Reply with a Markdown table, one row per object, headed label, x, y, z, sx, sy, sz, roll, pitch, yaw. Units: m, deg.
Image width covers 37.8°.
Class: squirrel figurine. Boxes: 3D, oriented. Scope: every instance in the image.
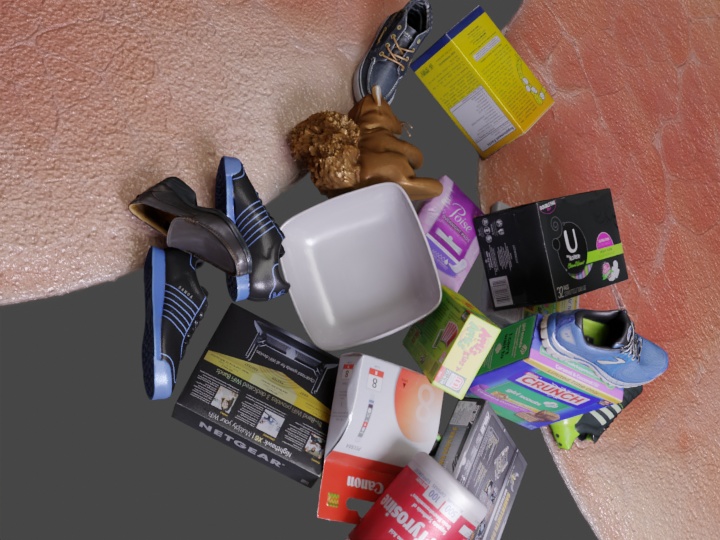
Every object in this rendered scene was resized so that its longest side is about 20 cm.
| label | x | y | z | sx | sy | sz | roll | pitch | yaw |
| --- | --- | --- | --- | --- | --- | --- | --- | --- | --- |
| squirrel figurine | 0.000 | -0.179 | 1.510 | 0.199 | 0.141 | 0.188 | 12 | 59 | -31 |

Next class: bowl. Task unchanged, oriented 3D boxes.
| label | x | y | z | sx | sy | sz | roll | pitch | yaw |
| --- | --- | --- | --- | --- | --- | --- | --- | --- | --- |
| bowl | 0.000 | 0.000 | 1.436 | 0.199 | 0.075 | 0.201 | -20 | 79 | 3 |

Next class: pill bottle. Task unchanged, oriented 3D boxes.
| label | x | y | z | sx | sy | sz | roll | pitch | yaw |
| --- | --- | --- | --- | --- | --- | --- | --- | --- | --- |
| pill bottle | 0.051 | 0.328 | 1.267 | 0.112 | 0.112 | 0.200 | 41 | 85 | -12 |

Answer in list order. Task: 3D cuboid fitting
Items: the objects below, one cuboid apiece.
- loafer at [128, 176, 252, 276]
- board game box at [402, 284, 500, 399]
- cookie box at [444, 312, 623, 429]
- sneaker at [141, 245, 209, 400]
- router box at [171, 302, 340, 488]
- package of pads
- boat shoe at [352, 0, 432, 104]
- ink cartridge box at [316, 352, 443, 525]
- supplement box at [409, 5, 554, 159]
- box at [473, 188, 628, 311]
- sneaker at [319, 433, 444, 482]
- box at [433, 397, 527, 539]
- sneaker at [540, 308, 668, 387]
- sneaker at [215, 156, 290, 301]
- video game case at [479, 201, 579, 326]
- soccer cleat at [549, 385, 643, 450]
| label | x | y | z | sx | sy | sz | roll | pitch | yaw |
| --- | --- | --- | --- | --- | --- | --- | --- | --- | --- |
| loafer | -0.212 | -0.045 | 1.316 | 0.072 | 0.073 | 0.200 | -27 | 45 | -34 |
| board game box | 0.116 | 0.088 | 1.392 | 0.047 | 0.200 | 0.102 | 28 | 96 | -13 |
| cookie box | 0.247 | 0.148 | 1.496 | 0.170 | 0.200 | 0.076 | 25 | 60 | -22 |
| sneaker | -0.227 | 0.063 | 1.307 | 0.077 | 0.070 | 0.201 | 6 | 67 | -23 |
| router box | -0.113 | 0.156 | 1.324 | 0.199 | 0.052 | 0.158 | 28 | 57 | -2 |
| package of pads | 0.108 | -0.030 | 1.555 | 0.120 | 0.076 | 0.200 | 43 | 55 | -15 |
| boat shoe | 0.051 | -0.337 | 1.628 | 0.071 | 0.091 | 0.201 | 29 | 59 | -20 |
| ink cartridge box | 0.028 | 0.218 | 1.314 | 0.162 | 0.050 | 0.201 | 23 | 67 | -42 |
| supplement box | 0.196 | -0.301 | 1.697 | 0.200 | 0.109 | 0.110 | 51 | 54 | -6 |
| box | 0.289 | -0.033 | 1.584 | 0.199 | 0.124 | 0.150 | -13 | 92 | -44 |
| sneaker | 0.027 | 0.254 | 1.404 | 0.199 | 0.077 | 0.084 | -6 | 89 | -29 |
| box | 0.150 | 0.299 | 1.430 | 0.159 | 0.048 | 0.201 | 56 | 48 | -37 |
| sneaker | 0.338 | 0.100 | 1.393 | 0.199 | 0.089 | 0.079 | 18 | 65 | -26 |
| sneaker | -0.144 | -0.056 | 1.393 | 0.077 | 0.070 | 0.201 | -3 | 75 | -23 |
| video game case | 0.276 | 0.011 | 1.680 | 0.181 | 0.023 | 0.201 | 23 | 60 | -23 |
| soccer cleat | 0.367 | 0.220 | 1.638 | 0.199 | 0.067 | 0.082 | -15 | 98 | -35 |
